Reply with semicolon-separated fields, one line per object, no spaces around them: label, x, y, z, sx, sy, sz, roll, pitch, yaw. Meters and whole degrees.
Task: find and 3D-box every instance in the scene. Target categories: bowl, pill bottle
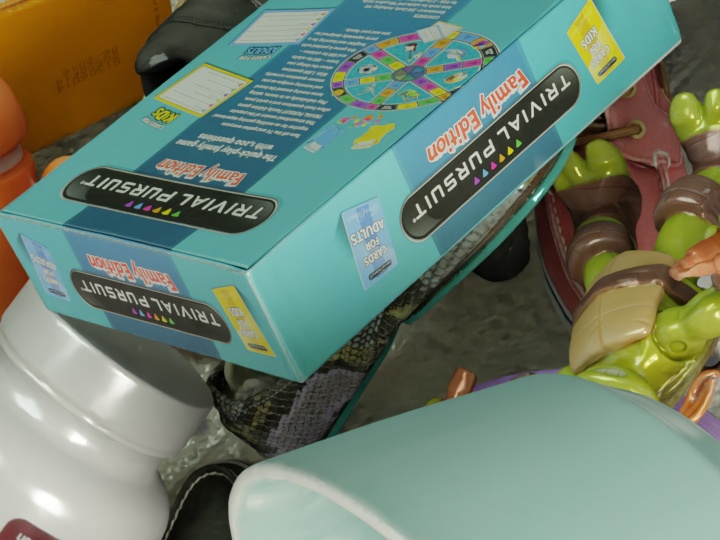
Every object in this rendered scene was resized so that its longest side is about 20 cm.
bowl;0.063;0.109;0.664;0.105;0.201;0.201;-37;45;-22
pill bottle;-0.146;0.106;0.885;0.200;0.113;0.113;-54;47;8

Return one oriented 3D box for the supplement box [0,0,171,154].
supplement box;-0.200;-0.116;1.087;0.199;0.074;0.126;13;31;36

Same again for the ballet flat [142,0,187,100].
ballet flat;-0.074;-0.056;1.014;0.063;0.069;0.201;-24;47;35

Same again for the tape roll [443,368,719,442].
tape roll;0.064;0.136;0.796;0.199;0.066;0.201;-16;52;21

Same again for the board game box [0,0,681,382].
board game box;-0.008;-0.050;0.816;0.200;0.047;0.151;-42;32;-27

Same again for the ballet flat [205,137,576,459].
ballet flat;0.000;0.000;0.865;0.200;0.072;0.072;-51;39;36

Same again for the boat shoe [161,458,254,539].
boat shoe;-0.065;0.155;0.866;0.068;0.057;0.201;-10;55;26

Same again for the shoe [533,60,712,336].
shoe;0.085;-0.063;0.901;0.071;0.091;0.201;-18;52;20

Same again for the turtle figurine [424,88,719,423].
turtle figurine;0.100;0.008;0.771;0.200;0.064;0.162;-39;20;37

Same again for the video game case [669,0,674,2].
video game case;0.157;-0.170;0.916;0.199;0.019;0.143;-19;44;-22

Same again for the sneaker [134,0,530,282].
sneaker;-0.013;-0.050;0.942;0.091;0.076;0.200;-39;57;-17

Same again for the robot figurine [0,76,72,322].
robot figurine;-0.187;-0.007;0.958;0.116;0.201;0.144;-22;22;-38
